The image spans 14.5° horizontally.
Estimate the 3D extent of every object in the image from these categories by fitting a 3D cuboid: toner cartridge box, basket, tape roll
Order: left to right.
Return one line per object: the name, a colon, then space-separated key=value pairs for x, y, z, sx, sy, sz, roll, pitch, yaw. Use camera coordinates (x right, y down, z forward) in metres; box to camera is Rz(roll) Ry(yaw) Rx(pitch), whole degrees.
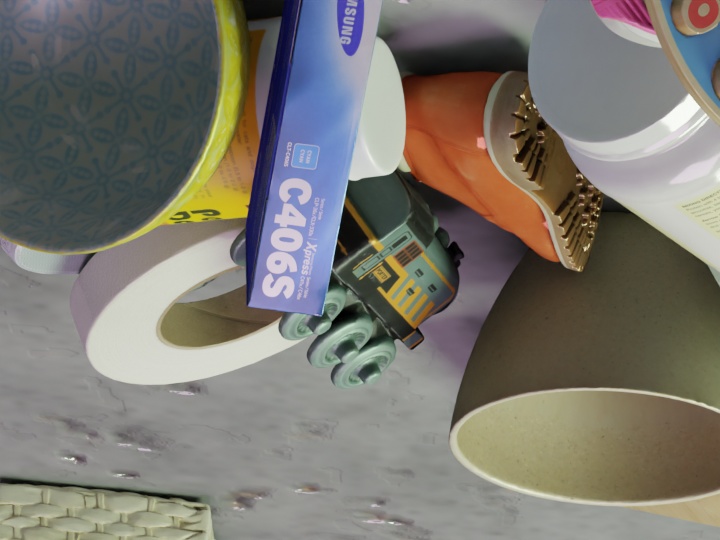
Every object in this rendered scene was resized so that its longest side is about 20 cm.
basket: x=-0.217 y=0.258 z=2.341 sx=0.198 sy=0.136 sz=0.124 roll=6 pitch=152 yaw=-3
tape roll: x=-0.084 y=0.006 z=1.786 sx=0.201 sy=0.037 sz=0.203 roll=-18 pitch=155 yaw=-9
toner cartridge box: x=-0.024 y=-0.087 z=1.466 sx=0.043 sy=0.095 sz=0.201 roll=7 pitch=116 yaw=-8

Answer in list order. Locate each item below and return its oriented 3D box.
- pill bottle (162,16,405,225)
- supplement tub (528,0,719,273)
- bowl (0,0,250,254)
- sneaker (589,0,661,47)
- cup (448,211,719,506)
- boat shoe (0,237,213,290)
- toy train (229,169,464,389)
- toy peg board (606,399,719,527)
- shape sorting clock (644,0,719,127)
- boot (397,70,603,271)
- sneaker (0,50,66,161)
pill bottle: x=-0.080 y=-0.083 z=1.593 sx=0.199 sy=0.110 sz=0.109 roll=-5 pitch=154 yaw=21
supplement tub: x=0.194 y=-0.084 z=1.500 sx=0.144 sy=0.146 sz=0.200 roll=-14 pitch=149 yaw=36
bowl: x=-0.131 y=-0.113 z=1.491 sx=0.199 sy=0.202 sz=0.107 roll=-9 pitch=-179 yaw=28
sneaker: x=0.172 y=-0.153 z=1.351 sx=0.199 sy=0.082 sz=0.088 roll=-24 pitch=-172 yaw=-38
cup: x=0.160 y=0.049 z=1.797 sx=0.199 sy=0.144 sz=0.201 roll=5 pitch=155 yaw=2
boat shoe: x=-0.155 y=-0.032 z=1.780 sx=0.072 sy=0.062 sz=0.199 roll=-47 pitch=148 yaw=21
toy train: x=0.000 y=0.000 z=1.710 sx=0.114 sy=0.085 sz=0.200 roll=-36 pitch=155 yaw=4
toy peg board: x=0.206 y=0.096 z=1.985 sx=0.198 sy=0.098 sz=0.200 roll=10 pitch=160 yaw=29
shape sorting clock: x=0.207 y=-0.150 z=1.292 sx=0.199 sy=0.201 sz=0.039 roll=22 pitch=164 yaw=-34
boot: x=0.081 y=-0.063 z=1.672 sx=0.107 sy=0.076 sz=0.200 roll=6 pitch=158 yaw=26
sneaker: x=-0.246 y=-0.104 z=1.572 sx=0.200 sy=0.075 sz=0.085 roll=40 pitch=155 yaw=0
